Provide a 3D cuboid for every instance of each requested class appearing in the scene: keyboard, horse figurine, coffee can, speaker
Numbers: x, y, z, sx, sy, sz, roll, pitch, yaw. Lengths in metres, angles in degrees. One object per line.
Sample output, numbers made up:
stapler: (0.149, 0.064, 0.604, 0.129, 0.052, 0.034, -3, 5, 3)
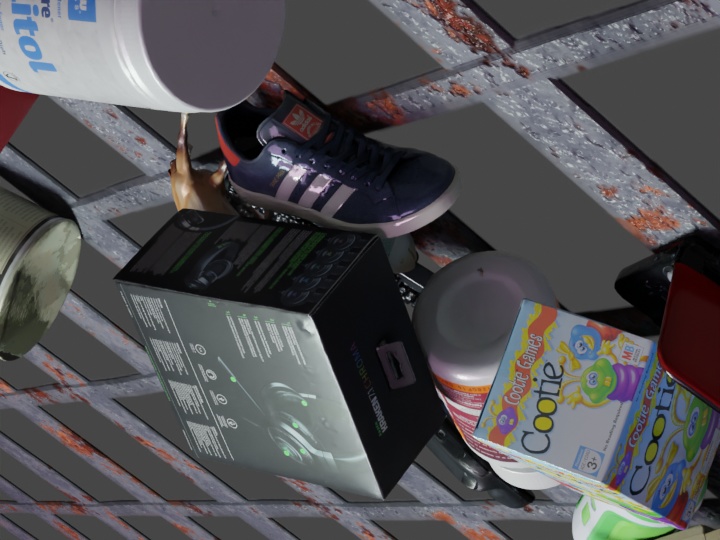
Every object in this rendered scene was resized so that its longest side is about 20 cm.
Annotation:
keyboard: (-0.024, -0.018, 1.663, 0.199, 0.040, 0.104, 30, 160, 0)
horse figurine: (-0.101, -0.037, 1.619, 0.201, 0.050, 0.133, 57, 149, 24)
coffee can: (-0.386, -0.023, 2.002, 0.199, 0.147, 0.147, 25, 159, 14)
speaker: (0.225, 0.188, 1.721, 0.088, 0.089, 0.200, 28, 159, 7)

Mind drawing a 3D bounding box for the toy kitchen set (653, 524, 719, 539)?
toy kitchen set: (0.283, 0.313, 1.703, 0.199, 0.182, 0.163, -22, 159, 22)

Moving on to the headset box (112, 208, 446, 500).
headset box: (-0.051, 0.058, 1.516, 0.199, 0.093, 0.175, 8, 133, 38)

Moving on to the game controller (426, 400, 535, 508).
game controller: (0.070, 0.126, 1.774, 0.104, 0.042, 0.200, 28, -167, -46)

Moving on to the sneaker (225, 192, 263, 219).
sneaker: (-0.074, 0.012, 1.758, 0.200, 0.071, 0.098, 37, 158, -9)

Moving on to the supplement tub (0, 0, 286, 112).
supplement tub: (-0.160, -0.174, 1.370, 0.199, 0.133, 0.132, 10, 151, 44)

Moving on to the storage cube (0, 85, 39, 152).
storage cube: (-0.326, -0.170, 1.540, 0.170, 0.181, 0.200, 29, 158, 4)

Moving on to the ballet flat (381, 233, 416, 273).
ballet flat: (0.000, 0.000, 1.597, 0.070, 0.070, 0.201, 11, 134, -15)

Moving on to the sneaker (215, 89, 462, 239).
sneaker: (-0.023, -0.081, 1.479, 0.198, 0.075, 0.085, 8, 138, 34)

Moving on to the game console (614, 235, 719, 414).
game console: (0.257, 0.083, 1.391, 0.199, 0.119, 0.172, 35, 159, -9)

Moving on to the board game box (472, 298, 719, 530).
board game box: (0.176, 0.105, 1.497, 0.102, 0.106, 0.200, 18, 174, 29)

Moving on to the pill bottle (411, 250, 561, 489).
pill bottle: (0.114, 0.081, 1.596, 0.109, 0.110, 0.200, 19, 156, 29)
